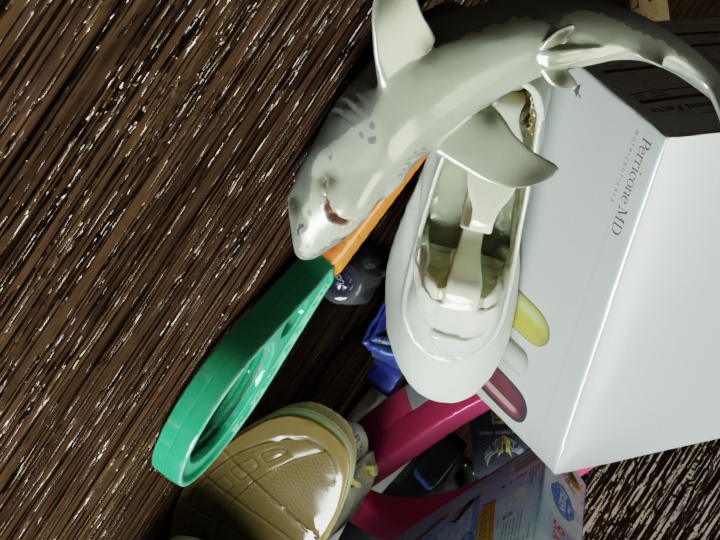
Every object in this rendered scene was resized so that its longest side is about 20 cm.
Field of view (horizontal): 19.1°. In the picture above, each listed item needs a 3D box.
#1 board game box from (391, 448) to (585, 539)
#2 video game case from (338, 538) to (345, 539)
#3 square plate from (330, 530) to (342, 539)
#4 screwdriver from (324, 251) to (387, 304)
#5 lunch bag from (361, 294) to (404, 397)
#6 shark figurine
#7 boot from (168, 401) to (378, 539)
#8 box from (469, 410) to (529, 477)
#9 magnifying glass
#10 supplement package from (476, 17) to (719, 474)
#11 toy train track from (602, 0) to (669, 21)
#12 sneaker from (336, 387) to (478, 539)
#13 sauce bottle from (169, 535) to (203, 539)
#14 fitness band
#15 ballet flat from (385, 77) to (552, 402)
[{"bbox_3d":[0.030,0.186,1.163,0.199,0.041,0.200,-35,-174,14],"label":"board game box"},{"bbox_3d":[-0.093,0.243,1.141,0.200,0.026,0.181,-41,-175,25],"label":"video game case"},{"bbox_3d":[-0.068,0.201,1.335,0.198,0.028,0.200,-40,159,-50],"label":"square plate"},{"bbox_3d":[0.000,0.000,1.109,0.028,0.029,0.200,-59,179,5],"label":"screwdriver"},{"bbox_3d":[0.074,-0.007,1.237,0.200,0.094,0.151,-52,172,-1],"label":"lunch bag"},{"bbox_3d":[0.065,-0.090,0.895,0.090,0.214,0.128,-121,-157,-60],"label":"shark figurine"},{"bbox_3d":[-0.036,0.113,1.116,0.155,0.072,0.200,-44,168,-52],"label":"boot"},{"bbox_3d":[0.111,0.053,1.467,0.200,0.051,0.158,-4,90,-77],"label":"box"},{"bbox_3d":[-0.029,0.014,0.979,0.200,0.022,0.080,-55,170,-16],"label":"magnifying glass"},{"bbox_3d":[0.153,-0.016,1.107,0.155,0.111,0.200,-8,126,-34],"label":"supplement package"},{"bbox_3d":[0.144,-0.138,1.262,0.200,0.032,0.115,-33,116,-65],"label":"toy train track"},{"bbox_3d":[0.015,0.178,1.441,0.073,0.112,0.200,-44,164,-45],"label":"sneaker"},{"bbox_3d":[-0.123,0.223,1.038,0.200,0.065,0.065,-55,171,12],"label":"sauce bottle"},{"bbox_3d":[0.074,0.102,1.257,0.200,0.038,0.143,-36,141,27],"label":"fitness band"},{"bbox_3d":[0.052,-0.018,1.047,0.069,0.069,0.201,-37,142,-63],"label":"ballet flat"}]
